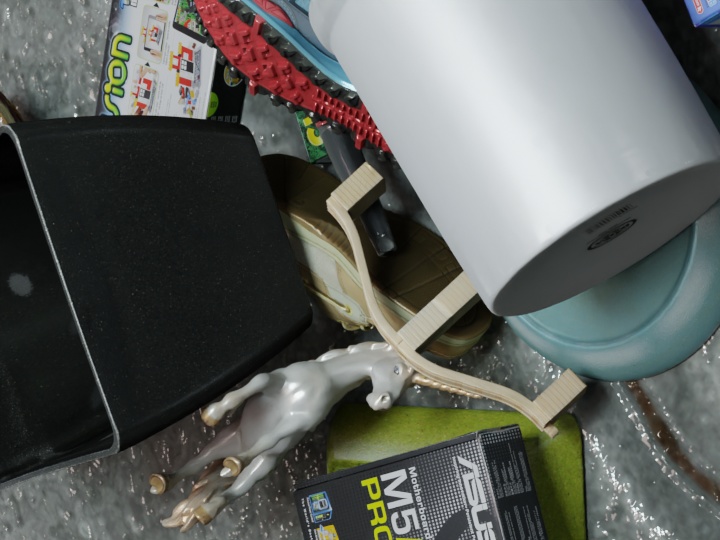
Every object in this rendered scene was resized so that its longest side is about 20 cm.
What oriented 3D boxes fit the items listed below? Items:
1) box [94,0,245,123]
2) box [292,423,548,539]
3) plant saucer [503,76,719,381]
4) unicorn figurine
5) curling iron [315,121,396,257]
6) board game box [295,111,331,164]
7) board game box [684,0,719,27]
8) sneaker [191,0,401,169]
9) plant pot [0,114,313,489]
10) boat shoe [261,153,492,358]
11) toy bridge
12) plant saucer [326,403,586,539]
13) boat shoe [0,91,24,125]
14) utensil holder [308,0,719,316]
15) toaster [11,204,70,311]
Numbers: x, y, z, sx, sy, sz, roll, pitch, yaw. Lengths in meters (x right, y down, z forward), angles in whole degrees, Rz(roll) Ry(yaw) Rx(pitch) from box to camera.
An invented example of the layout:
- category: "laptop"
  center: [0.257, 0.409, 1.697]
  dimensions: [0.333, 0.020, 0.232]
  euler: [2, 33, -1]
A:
- category: "box"
  center: [-0.131, -0.128, 1.545]
  dimensions: [0.110, 0.035, 0.201]
  euler: [22, 108, 37]
- category: "box"
  center: [0.049, 0.208, 1.355]
  dimensions: [0.160, 0.044, 0.201]
  euler: [-19, 82, 41]
- category: "plant saucer"
  center: [0.139, -0.033, 1.330]
  dimensions: [0.200, 0.027, 0.201]
  euler: [5, 97, 41]
- category: "unicorn figurine"
  center: [-0.046, 0.094, 1.386]
  dimensions: [0.200, 0.137, 0.074]
  euler: [-23, 93, 49]
- category: "curling iron"
  center: [-0.013, -0.102, 1.410]
  dimensions: [0.049, 0.026, 0.201]
  euler: [-27, 69, 35]
- category: "board game box"
  center: [-0.020, -0.180, 1.453]
  dimensions: [0.105, 0.023, 0.201]
  euler: [-23, 79, 37]
- category: "board game box"
  center: [0.212, -0.253, 1.232]
  dimensions: [0.134, 0.045, 0.201]
  euler: [-27, 77, 39]
- category: "sneaker"
  center: [-0.010, -0.140, 1.377]
  dimensions: [0.200, 0.096, 0.079]
  euler: [32, 152, 0]
- category: "plant pot"
  center: [-0.149, 0.007, 1.404]
  dimensions: [0.199, 0.177, 0.201]
  euler: [-22, 86, 57]
- category: "boat shoe"
  center: [0.000, 0.000, 1.430]
  dimensions: [0.200, 0.074, 0.067]
  euler: [38, 135, 28]
- category: "toy bridge"
  center: [0.048, 0.027, 1.348]
  dimensions: [0.067, 0.027, 0.200]
  euler: [-41, 77, -9]
- category: "plant saucer"
  center: [0.049, 0.189, 1.414]
  dimensions: [0.199, 0.048, 0.201]
  euler: [0, 95, 41]
- category: "boat shoe"
  center: [-0.239, -0.043, 1.629]
  dimensions: [0.072, 0.072, 0.201]
  euler: [-27, 97, 15]
- category: "utensil holder"
  center: [0.091, -0.099, 1.241]
  dimensions: [0.170, 0.170, 0.201]
  euler: [-40, 72, 36]
- category: "toaster"
  center: [-0.218, 0.029, 1.548]
  dimensions: [0.200, 0.114, 0.129]
  euler: [-38, 102, 22]
